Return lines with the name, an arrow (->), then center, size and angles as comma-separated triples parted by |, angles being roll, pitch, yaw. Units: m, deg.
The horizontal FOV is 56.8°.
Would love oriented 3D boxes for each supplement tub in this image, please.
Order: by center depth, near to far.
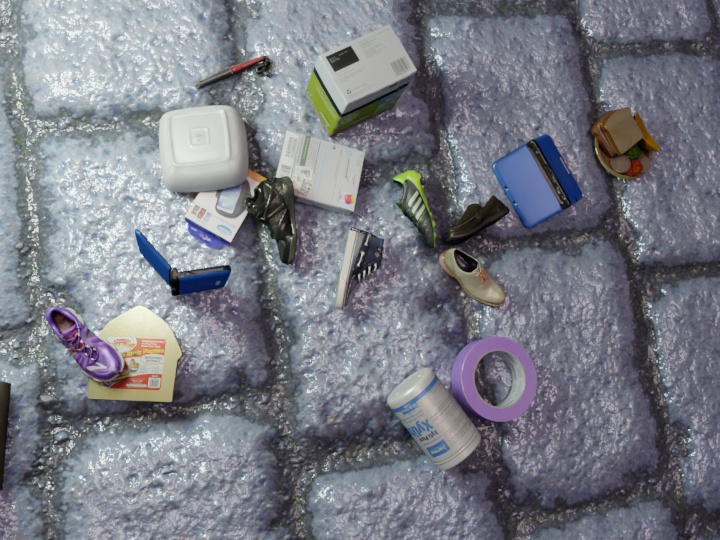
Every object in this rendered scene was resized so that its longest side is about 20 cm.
supplement tub -> 0.166, 0.336, 1.522 | 0.132, 0.132, 0.200 | -38, 90, -18

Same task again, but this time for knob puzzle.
knob puzzle -> -0.477, 0.177, 1.422 | 0.218, 0.030, 0.221 | 0, 74, -2

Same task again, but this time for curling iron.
curling iron -> -0.300, -0.471, 1.596 | 0.199, 0.026, 0.050 | -20, 83, -17

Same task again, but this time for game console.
game console -> -0.371, -0.021, 1.396 | 0.170, 0.200, 0.119 | -10, 83, -17
game console -> 0.472, -0.239, 1.770 | 0.170, 0.118, 0.201 | -27, 88, -49

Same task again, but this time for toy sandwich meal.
toy sandwich meal -> 0.733, -0.352, 1.834 | 0.204, 0.070, 0.207 | 3, 79, -15

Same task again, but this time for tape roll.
tape roll -> 0.323, 0.263, 1.614 | 0.199, 0.066, 0.202 | 3, 79, -15

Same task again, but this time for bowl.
bowl -> -0.355, -0.283, 1.496 | 0.199, 0.075, 0.201 | -7, 74, -7

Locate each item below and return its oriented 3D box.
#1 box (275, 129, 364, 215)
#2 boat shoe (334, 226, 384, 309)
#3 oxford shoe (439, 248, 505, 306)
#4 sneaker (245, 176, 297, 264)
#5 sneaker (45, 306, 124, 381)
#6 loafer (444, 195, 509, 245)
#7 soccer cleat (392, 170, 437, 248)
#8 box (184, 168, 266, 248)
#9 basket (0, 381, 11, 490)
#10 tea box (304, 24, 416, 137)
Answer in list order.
box -> -0.100, -0.234, 1.601 | 0.199, 0.041, 0.157 | 13, 78, -12
boat shoe -> 0.000, 0.000, 1.566 | 0.092, 0.075, 0.201 | 13, 76, -5
oxford shoe -> 0.284, 0.019, 1.641 | 0.200, 0.074, 0.071 | 36, 73, -6
sneaker -> -0.204, -0.109, 1.515 | 0.114, 0.076, 0.201 | -9, 101, -21
sneaker -> -0.574, 0.151, 1.366 | 0.200, 0.083, 0.081 | 40, 76, 5
loafer -> 0.282, -0.128, 1.676 | 0.199, 0.073, 0.072 | -29, 83, -26
soccer cleat -> 0.135, -0.146, 1.643 | 0.081, 0.068, 0.201 | -16, 83, 0
box -> -0.313, -0.153, 1.528 | 0.119, 0.041, 0.201 | 29, 72, -9
basket -> -0.758, 0.307, 1.278 | 0.179, 0.136, 0.201 | 12, 73, -17
tea box -> -0.004, -0.445, 1.583 | 0.199, 0.197, 0.134 | -29, 88, -17
